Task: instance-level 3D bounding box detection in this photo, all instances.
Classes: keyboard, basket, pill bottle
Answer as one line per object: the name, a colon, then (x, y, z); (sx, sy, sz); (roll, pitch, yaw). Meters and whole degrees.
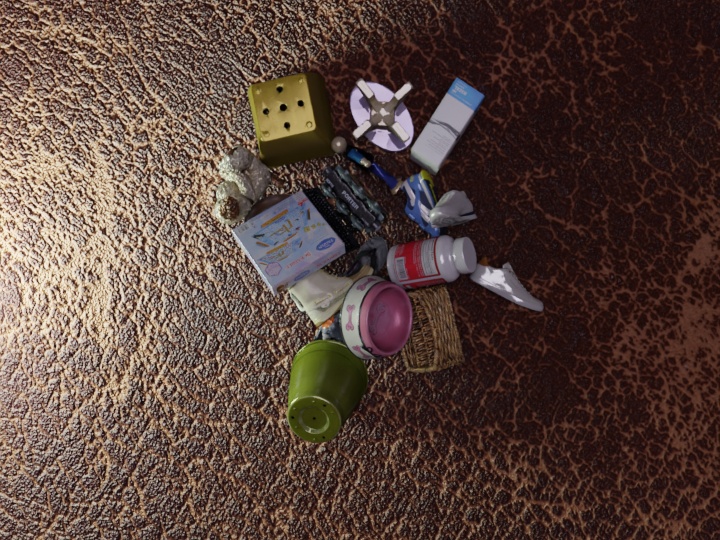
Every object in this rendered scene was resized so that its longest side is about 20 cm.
keyboard: (-0.069, -0.135, 1.661); (0.103, 0.040, 0.201); (-25, 72, -39)
basket: (0.160, 0.146, 1.637); (0.147, 0.143, 0.203); (-13, 90, 1)
pill bottle: (0.172, -0.022, 1.613); (0.198, 0.112, 0.114); (-10, 90, 30)

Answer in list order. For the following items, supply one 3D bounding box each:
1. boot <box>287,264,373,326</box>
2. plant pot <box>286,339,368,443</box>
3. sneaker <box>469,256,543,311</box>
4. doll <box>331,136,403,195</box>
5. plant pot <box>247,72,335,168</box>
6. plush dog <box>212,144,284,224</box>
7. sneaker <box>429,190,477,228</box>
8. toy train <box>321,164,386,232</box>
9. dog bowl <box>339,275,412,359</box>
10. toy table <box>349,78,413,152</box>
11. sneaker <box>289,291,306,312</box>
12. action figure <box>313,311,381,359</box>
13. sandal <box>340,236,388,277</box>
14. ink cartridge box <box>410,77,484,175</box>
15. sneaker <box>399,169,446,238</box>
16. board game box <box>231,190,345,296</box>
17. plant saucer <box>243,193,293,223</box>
boot: (-0.078, 0.015, 1.607); (0.200, 0.072, 0.155); (-42, 91, -18)
plant pot: (-0.090, 0.301, 1.592); (0.197, 0.193, 0.203); (3, 113, 7)
sneaker: (0.376, 0.031, 1.662); (0.198, 0.073, 0.085); (28, 94, 3)
doll: (0.014, -0.264, 1.645); (0.199, 0.137, 0.049); (35, 102, -11)
plant pot: (-0.174, -0.377, 1.626); (0.197, 0.176, 0.203); (-12, 91, 2)
plush dog: (-0.293, -0.190, 1.631); (0.160, 0.200, 0.173); (34, 84, -16)
sneaker: (0.214, -0.151, 1.614); (0.076, 0.199, 0.082); (-15, 88, 29)
toy train: (-0.016, -0.177, 1.654); (0.085, 0.114, 0.200); (-43, 87, 15)
dog bowl: (0.046, 0.113, 1.578); (0.073, 0.199, 0.203); (3, 91, 44)
toy table: (0.052, -0.386, 1.648); (0.199, 0.117, 0.185); (37, 92, 0)
sneaker: (-0.159, 0.008, 1.667); (0.076, 0.080, 0.202); (-26, 88, 16)
action figure: (-0.017, 0.135, 1.662); (0.192, 0.105, 0.201); (34, 100, -12)
sandal: (0.000, 0.001, 1.688); (0.075, 0.048, 0.201); (39, 93, 1)
ink cartridge box: (0.207, -0.345, 1.627); (0.083, 0.145, 0.201); (33, 92, 2)
sneaker: (0.159, -0.145, 1.670); (0.081, 0.074, 0.202); (-16, 98, 21)
board game box: (-0.169, -0.069, 1.574); (0.199, 0.041, 0.200); (-31, 60, -14)
plant saucer: (-0.190, -0.105, 1.659); (0.197, 0.032, 0.202); (3, 54, -4)
